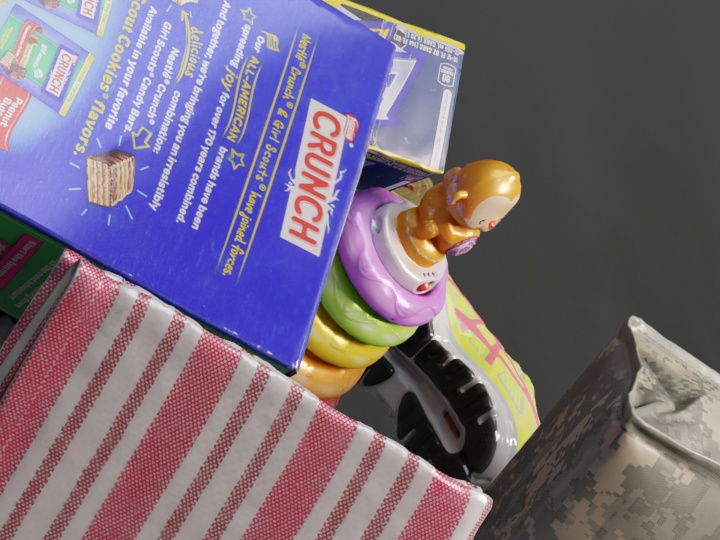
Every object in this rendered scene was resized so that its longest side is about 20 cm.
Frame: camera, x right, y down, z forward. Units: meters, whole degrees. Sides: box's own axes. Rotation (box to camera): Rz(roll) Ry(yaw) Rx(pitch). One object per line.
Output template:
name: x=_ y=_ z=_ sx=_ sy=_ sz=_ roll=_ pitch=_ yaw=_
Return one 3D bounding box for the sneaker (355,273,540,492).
sneaker: x=0.049 y=0.058 z=1.284 sx=0.090 sy=0.078 sz=0.200 roll=29 pitch=26 yaw=-39

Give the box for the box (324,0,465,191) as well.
box: x=-0.054 y=-0.098 z=1.084 sx=0.200 sy=0.070 sz=0.064 roll=18 pitch=-16 yaw=-25

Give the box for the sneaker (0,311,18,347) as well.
sneaker: x=-0.131 y=0.049 z=1.008 sx=0.200 sy=0.080 sz=0.074 roll=43 pitch=25 yaw=24

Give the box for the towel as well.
towel: x=-0.066 y=0.100 z=0.910 sx=0.200 sy=0.146 sz=0.030 roll=31 pitch=9 yaw=-12

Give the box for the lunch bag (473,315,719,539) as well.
lunch bag: x=0.162 y=0.148 z=1.123 sx=0.200 sy=0.164 sz=0.118 roll=33 pitch=25 yaw=-9

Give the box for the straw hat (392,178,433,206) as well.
straw hat: x=-0.050 y=-0.077 z=1.387 sx=0.201 sy=0.085 sz=0.201 roll=43 pitch=14 yaw=-13

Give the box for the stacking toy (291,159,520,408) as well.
stacking toy: x=0.000 y=0.000 z=1.112 sx=0.116 sy=0.200 sz=0.110 roll=0 pitch=66 yaw=-52

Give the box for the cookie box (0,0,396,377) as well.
cookie box: x=-0.102 y=-0.061 z=0.955 sx=0.200 sy=0.075 sz=0.171 roll=30 pitch=56 yaw=-20
